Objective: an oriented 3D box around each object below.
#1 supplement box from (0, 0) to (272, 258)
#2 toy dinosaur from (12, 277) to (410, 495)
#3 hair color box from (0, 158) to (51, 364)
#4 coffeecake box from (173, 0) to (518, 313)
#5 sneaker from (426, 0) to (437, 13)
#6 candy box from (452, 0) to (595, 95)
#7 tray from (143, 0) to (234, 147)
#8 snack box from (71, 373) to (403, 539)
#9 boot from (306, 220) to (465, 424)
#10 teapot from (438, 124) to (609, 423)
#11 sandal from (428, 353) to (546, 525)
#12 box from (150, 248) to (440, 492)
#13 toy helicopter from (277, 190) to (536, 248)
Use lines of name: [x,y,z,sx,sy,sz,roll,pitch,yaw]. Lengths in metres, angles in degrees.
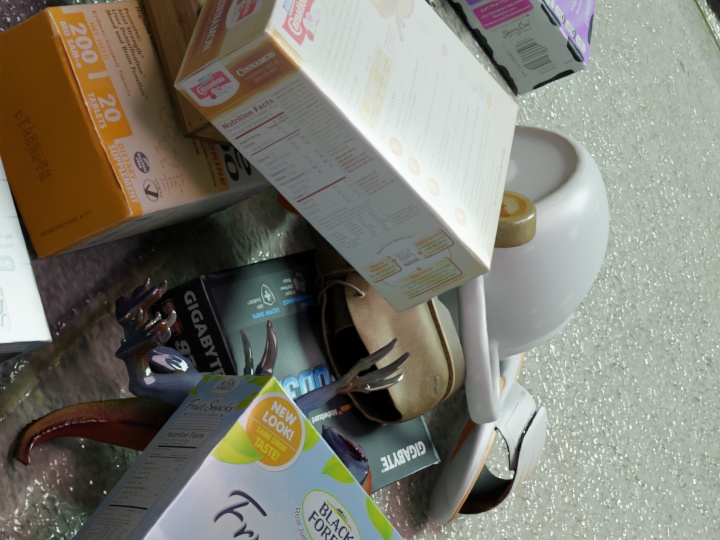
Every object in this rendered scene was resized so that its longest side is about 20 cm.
supplement box: [-0.129,-0.090,1.218,0.200,0.073,0.127,-21,89,-62]
toy dinosaur: [-0.073,0.088,1.159,0.182,0.200,0.105,54,-10,-24]
hair color box: [-0.230,-0.048,1.031,0.099,0.060,0.201,-1,70,-59]
coffeecake box: [-0.002,-0.101,1.200,0.200,0.073,0.154,46,36,-27]
sneaker: [0.022,-0.175,1.481,0.070,0.076,0.200,12,18,-9]
candy box: [0.124,-0.282,1.789,0.200,0.071,0.168,50,33,-30]
tray: [-0.092,-0.170,1.229,0.098,0.037,0.201,8,60,-57]
snack box: [-0.072,0.180,1.055,0.169,0.068,0.200,52,58,-26]
boot: [0.000,0.000,1.293,0.075,0.073,0.201,-29,97,-51]
teapot: [0.085,-0.001,1.434,0.199,0.197,0.147,-27,120,-31]
sandal: [0.104,0.111,1.460,0.059,0.079,0.207,30,33,-1]
box: [-0.037,0.071,1.293,0.200,0.046,0.160,-13,82,-61]
toy helicopter: [0.045,-0.065,1.357,0.132,0.200,0.079,-20,127,-37]
